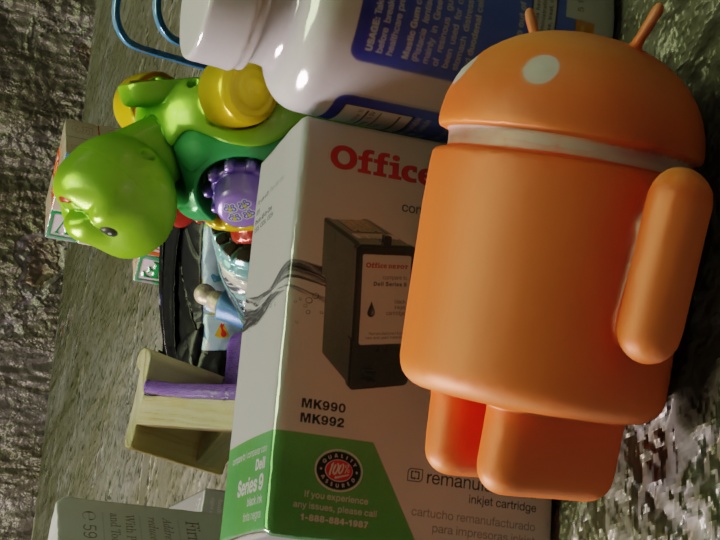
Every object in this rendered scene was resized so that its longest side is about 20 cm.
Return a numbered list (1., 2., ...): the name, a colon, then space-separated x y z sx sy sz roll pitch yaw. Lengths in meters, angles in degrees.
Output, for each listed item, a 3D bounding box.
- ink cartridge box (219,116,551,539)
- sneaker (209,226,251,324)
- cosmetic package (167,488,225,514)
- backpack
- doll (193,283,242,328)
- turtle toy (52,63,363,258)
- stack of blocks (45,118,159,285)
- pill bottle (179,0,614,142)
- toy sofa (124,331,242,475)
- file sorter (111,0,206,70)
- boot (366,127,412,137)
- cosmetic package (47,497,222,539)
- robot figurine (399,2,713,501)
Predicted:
1. ink cartridge box: 0.018 0.040 0.738 0.084 0.144 0.203 144 133 -67
2. sneaker: -0.070 -0.040 0.976 0.201 0.076 0.087 -92 2 -50
3. cosmetic package: -0.112 0.235 1.155 0.200 0.089 0.108 134 145 -66
4. backpack: -0.101 -0.020 1.193 0.163 0.152 0.203 -159 57 -78
5. doll: -0.069 -0.012 1.085 0.202 0.135 0.048 64 -161 6
6. turtle toy: -0.079 -0.064 0.833 0.145 0.198 0.103 2 99 56
7. stack of blocks: -0.171 -0.051 1.301 0.059 0.197 0.116 -106 32 -53
8. pill bottle: 0.016 -0.127 0.741 0.112 0.197 0.114 -170 90 -72
9. toy sofa: -0.048 0.073 0.904 0.198 0.082 0.099 -3 71 45
10. file sorter: -0.043 -0.192 0.895 0.199 0.122 0.141 4 85 48
11. boot: -0.009 -0.112 1.038 0.201 0.073 0.156 57 157 36
12. cosmetic package: -0.103 0.262 0.917 0.168 0.197 0.168 -114 37 -60
13. robot figurine: 0.078 -0.010 0.620 0.144 0.115 0.203 2 -82 -83
